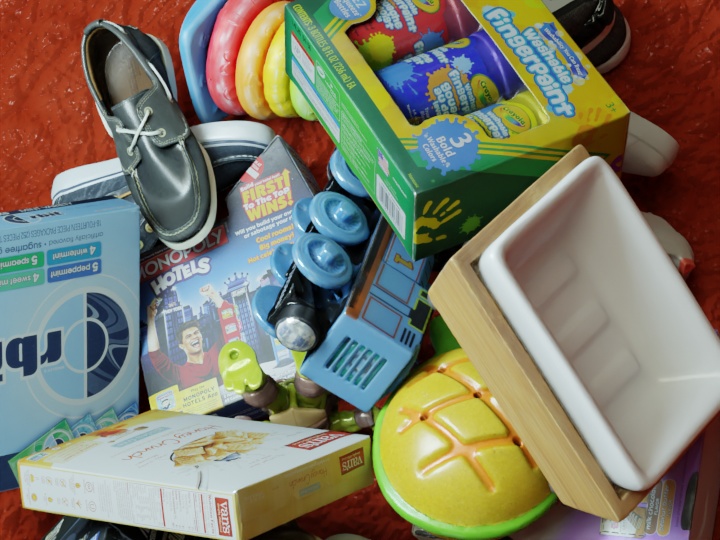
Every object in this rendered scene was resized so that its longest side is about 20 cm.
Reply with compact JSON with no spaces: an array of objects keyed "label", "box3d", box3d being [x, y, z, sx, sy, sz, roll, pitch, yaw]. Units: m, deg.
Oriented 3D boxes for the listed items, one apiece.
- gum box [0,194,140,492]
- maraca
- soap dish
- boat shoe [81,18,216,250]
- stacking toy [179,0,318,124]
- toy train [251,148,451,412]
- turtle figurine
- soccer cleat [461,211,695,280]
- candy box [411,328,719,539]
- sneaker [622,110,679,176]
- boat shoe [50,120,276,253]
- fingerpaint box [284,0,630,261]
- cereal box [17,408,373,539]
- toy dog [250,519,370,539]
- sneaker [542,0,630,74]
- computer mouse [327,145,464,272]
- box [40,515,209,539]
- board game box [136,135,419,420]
[{"label":"gum box","box3d":[-0.243,0.056,1.677,0.044,0.169,0.202,20,113,48]},{"label":"maraca","box3d":[0.083,0.099,1.532,0.136,0.107,0.201,15,50,9]},{"label":"soap dish","box3d":[0.143,0.042,1.467,0.081,0.201,0.157,-24,12,47]},{"label":"boat shoe","box3d":[-0.167,-0.105,1.742,0.072,0.068,0.201,-29,62,17]},{"label":"stacking toy","box3d":[-0.031,-0.155,1.753,0.199,0.110,0.116,19,53,28]},{"label":"toy train","box3d":[0.000,0.000,1.572,0.087,0.114,0.201,-50,11,38]},{"label":"turtle figurine","box3d":[-0.035,0.099,1.636,0.198,0.162,0.065,-1,57,11]},{"label":"soccer cleat","box3d":[0.147,-0.013,1.603,0.078,0.199,0.070,56,133,43]},{"label":"candy box","box3d":[0.151,0.124,1.593,0.198,0.072,0.169,4,70,23]},{"label":"sneaker","box3d":[0.121,-0.078,1.645,0.199,0.074,0.116,20,76,12]},{"label":"boat shoe","box3d":[-0.152,-0.049,1.795,0.199,0.071,0.092,-17,65,22]},{"label":"fingerpaint box","box3d":[0.063,-0.124,1.565,0.166,0.074,0.201,-20,54,-17]},{"label":"cereal box","box3d":[-0.110,0.134,1.522,0.199,0.143,0.040,3,103,37]},{"label":"toy dog","box3d":[-0.036,0.231,1.549,0.193,0.200,0.140,19,76,27]},{"label":"sneaker","box3d":[0.097,-0.170,1.714,0.199,0.112,0.074,-24,61,11]},{"label":"computer mouse","box3d":[0.073,-0.041,1.693,0.198,0.053,0.139,0,53,9]},{"label":"box","box3d":[-0.192,0.237,1.594,0.086,0.200,0.164,42,104,-11]},{"label":"board game box","box3d":[-0.076,0.010,1.738,0.199,0.062,0.201,-21,62,13]}]
